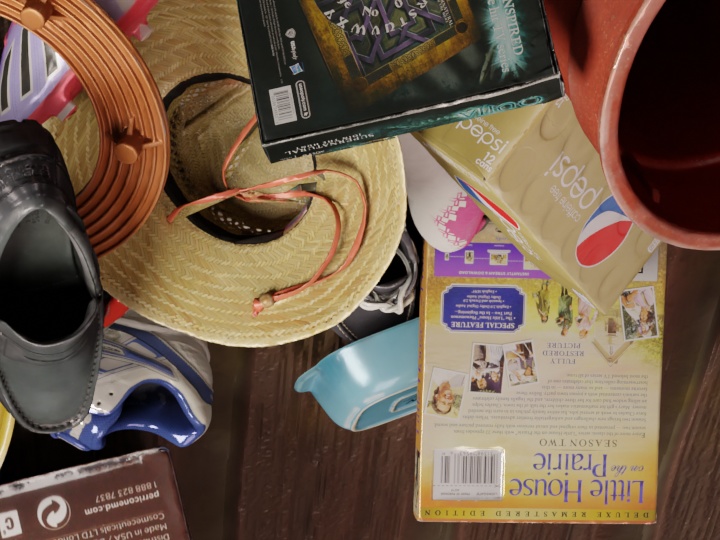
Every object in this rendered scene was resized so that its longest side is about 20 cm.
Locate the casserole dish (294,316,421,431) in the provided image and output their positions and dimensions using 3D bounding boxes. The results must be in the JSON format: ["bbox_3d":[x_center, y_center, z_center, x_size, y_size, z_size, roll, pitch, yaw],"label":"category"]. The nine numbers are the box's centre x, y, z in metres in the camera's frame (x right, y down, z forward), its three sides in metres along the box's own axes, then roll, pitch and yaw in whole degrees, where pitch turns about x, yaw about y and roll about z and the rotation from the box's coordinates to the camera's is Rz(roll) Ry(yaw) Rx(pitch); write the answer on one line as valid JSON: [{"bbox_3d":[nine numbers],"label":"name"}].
[{"bbox_3d":[0.057,0.051,1.480,0.199,0.039,0.121,-19,166,-12],"label":"casserole dish"}]

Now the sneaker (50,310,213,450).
[{"bbox_3d":[-0.174,0.058,1.381,0.199,0.088,0.075,2,141,-26],"label":"sneaker"}]

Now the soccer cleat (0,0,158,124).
[{"bbox_3d":[-0.135,-0.138,1.167,0.200,0.076,0.067,-44,-177,37],"label":"soccer cleat"}]

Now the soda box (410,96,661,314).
[{"bbox_3d":[0.099,-0.051,1.290,0.068,0.064,0.200,-51,149,-2],"label":"soda box"}]

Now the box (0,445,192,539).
[{"bbox_3d":[-0.178,0.220,1.474,0.165,0.165,0.200,-14,168,-9],"label":"box"}]

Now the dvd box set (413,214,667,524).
[{"bbox_3d":[0.106,0.049,1.413,0.146,0.201,0.029,0,-174,-5],"label":"dvd box set"}]

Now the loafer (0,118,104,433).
[{"bbox_3d":[-0.159,0.017,1.169,0.068,0.071,0.201,-16,138,-14],"label":"loafer"}]

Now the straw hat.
[{"bbox_3d":[-0.061,-0.061,1.260,0.201,0.201,0.085,-34,-179,20],"label":"straw hat"}]

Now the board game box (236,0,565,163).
[{"bbox_3d":[0.006,-0.157,1.070,0.135,0.201,0.028,-12,162,4],"label":"board game box"}]

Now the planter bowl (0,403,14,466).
[{"bbox_3d":[-0.272,0.057,1.299,0.200,0.201,0.083,-25,180,8],"label":"planter bowl"}]

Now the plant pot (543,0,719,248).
[{"bbox_3d":[0.151,-0.147,1.132,0.200,0.195,0.201,-18,133,-20],"label":"plant pot"}]

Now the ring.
[{"bbox_3d":[-0.190,-0.074,1.172,0.199,0.019,0.201,9,132,10],"label":"ring"}]

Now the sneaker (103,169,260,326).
[{"bbox_3d":[-0.125,-0.006,1.314,0.199,0.094,0.070,7,137,-32],"label":"sneaker"}]

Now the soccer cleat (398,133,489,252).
[{"bbox_3d":[0.029,-0.086,1.302,0.086,0.070,0.201,-16,138,-19],"label":"soccer cleat"}]

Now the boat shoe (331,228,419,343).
[{"bbox_3d":[0.000,0.000,1.406,0.072,0.063,0.200,-20,146,-4],"label":"boat shoe"}]
